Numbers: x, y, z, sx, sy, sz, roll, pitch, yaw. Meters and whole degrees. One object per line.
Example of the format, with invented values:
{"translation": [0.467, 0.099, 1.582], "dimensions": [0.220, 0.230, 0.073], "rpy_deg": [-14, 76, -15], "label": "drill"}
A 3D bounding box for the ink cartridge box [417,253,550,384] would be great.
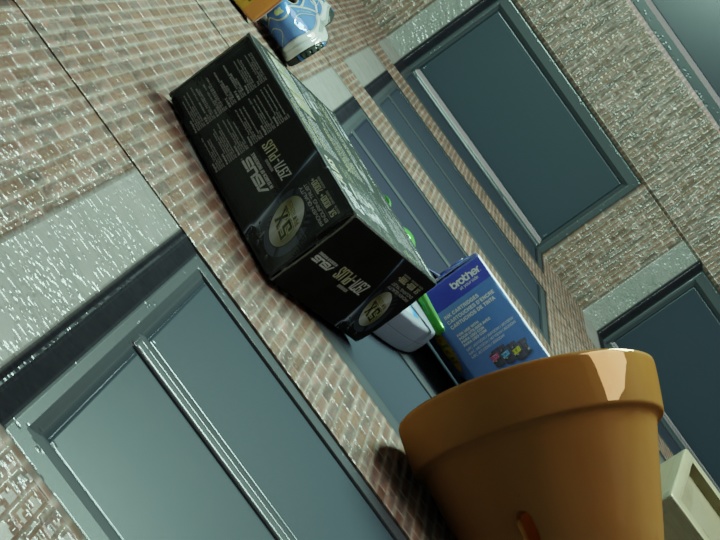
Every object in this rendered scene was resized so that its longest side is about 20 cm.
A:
{"translation": [0.113, 0.062, 1.772], "dimensions": [0.200, 0.076, 0.136], "rpy_deg": [57, -7, 1], "label": "ink cartridge box"}

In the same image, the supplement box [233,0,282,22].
{"translation": [-0.161, -0.382, 2.093], "dimensions": [0.200, 0.069, 0.067], "rpy_deg": [48, 9, -23], "label": "supplement box"}

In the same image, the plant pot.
{"translation": [0.141, 0.158, 1.371], "dimensions": [0.200, 0.199, 0.141], "rpy_deg": [34, 38, -65], "label": "plant pot"}

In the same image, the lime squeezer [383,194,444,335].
{"translation": [0.024, -0.037, 1.679], "dimensions": [0.200, 0.038, 0.071], "rpy_deg": [57, 10, 20], "label": "lime squeezer"}

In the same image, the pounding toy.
{"translation": [0.351, 0.322, 2.043], "dimensions": [0.184, 0.142, 0.200], "rpy_deg": [54, 20, -1], "label": "pounding toy"}

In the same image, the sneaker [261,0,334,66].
{"translation": [-0.080, -0.314, 2.222], "dimensions": [0.077, 0.076, 0.200], "rpy_deg": [56, 7, -20], "label": "sneaker"}

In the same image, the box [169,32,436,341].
{"translation": [-0.045, -0.064, 1.481], "dimensions": [0.200, 0.086, 0.164], "rpy_deg": [60, 10, 29], "label": "box"}

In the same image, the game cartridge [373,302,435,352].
{"translation": [0.000, 0.000, 1.648], "dimensions": [0.200, 0.040, 0.134], "rpy_deg": [39, 22, -59], "label": "game cartridge"}
